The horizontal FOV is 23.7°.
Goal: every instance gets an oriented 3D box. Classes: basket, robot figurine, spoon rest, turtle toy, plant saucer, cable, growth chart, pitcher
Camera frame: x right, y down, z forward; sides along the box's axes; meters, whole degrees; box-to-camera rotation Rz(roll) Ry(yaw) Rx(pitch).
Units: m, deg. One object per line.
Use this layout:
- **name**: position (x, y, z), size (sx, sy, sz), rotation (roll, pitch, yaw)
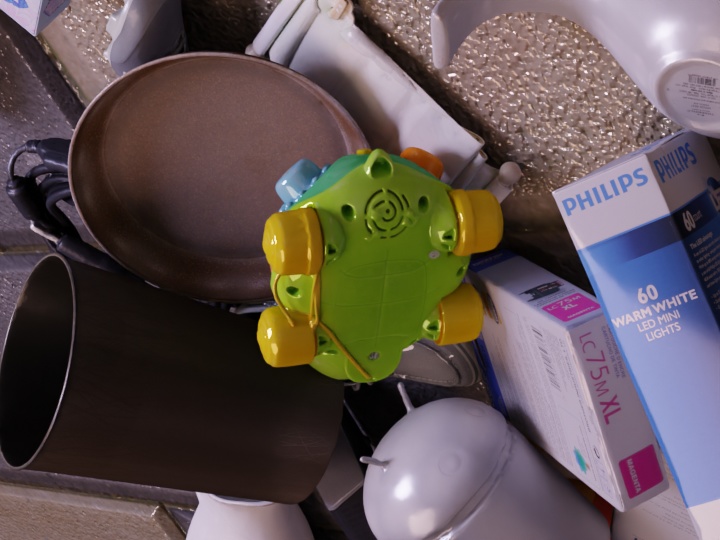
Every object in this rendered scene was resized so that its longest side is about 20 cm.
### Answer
- **basket**: position (-0.122, 0.081, 1.131), size (0.198, 0.137, 0.180), rotation (15, -172, -23)
- **robot figurine**: position (0.081, 0.162, 1.105), size (0.200, 0.170, 0.113), rotation (45, 121, -14)
- **spoon rest**: position (0.138, -0.119, 0.885), size (0.198, 0.061, 0.100), rotation (13, 143, 15)
- **turtle toy**: position (0.000, 0.000, 1.059), size (0.102, 0.144, 0.201), rotation (-111, 21, -43)
- **plant saucer**: position (-0.086, -0.063, 1.099), size (0.198, 0.032, 0.201), rotation (2, 130, 3)
- **cable**: position (-0.160, -0.014, 1.229), size (0.198, 0.051, 0.164), rotation (15, 140, 21)
- **growth chart**: position (0.010, -0.094, 1.076), size (0.200, 0.018, 0.145), rotation (45, 149, -8)
- **pitcher**: position (-0.113, 0.224, 1.533), size (0.171, 0.121, 0.201), rotation (41, 145, 40)

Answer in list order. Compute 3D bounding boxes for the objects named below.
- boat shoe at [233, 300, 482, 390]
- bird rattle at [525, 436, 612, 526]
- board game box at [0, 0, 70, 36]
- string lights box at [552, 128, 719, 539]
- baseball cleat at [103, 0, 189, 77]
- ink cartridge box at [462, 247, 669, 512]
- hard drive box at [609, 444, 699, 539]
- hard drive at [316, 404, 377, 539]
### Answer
- **boat shoe**: position (-0.004, 0.051, 1.221), size (0.200, 0.072, 0.070), rotation (19, 144, 30)
- **bird rattle**: position (0.153, 0.193, 1.217), size (0.199, 0.113, 0.164), rotation (29, 130, 12)
- **board game box**: position (-0.254, -0.273, 1.069), size (0.200, 0.041, 0.200), rotation (39, 148, 3)
- **string lights box**: position (0.180, 0.032, 0.899), size (0.059, 0.103, 0.202), rotation (-23, 91, 31)
- **baseball cleat**: position (-0.117, -0.123, 1.139), size (0.106, 0.070, 0.200), rotation (29, 158, 5)
- **ink cartridge box**: position (0.117, 0.058, 1.056), size (0.200, 0.042, 0.120), rotation (31, 142, 67)
- **hard drive box**: position (0.241, 0.121, 1.047), size (0.155, 0.077, 0.201), rotation (26, 146, 22)
- **hard drive**: position (-0.007, 0.152, 1.279), size (0.135, 0.042, 0.200), rotation (60, -179, -30)
